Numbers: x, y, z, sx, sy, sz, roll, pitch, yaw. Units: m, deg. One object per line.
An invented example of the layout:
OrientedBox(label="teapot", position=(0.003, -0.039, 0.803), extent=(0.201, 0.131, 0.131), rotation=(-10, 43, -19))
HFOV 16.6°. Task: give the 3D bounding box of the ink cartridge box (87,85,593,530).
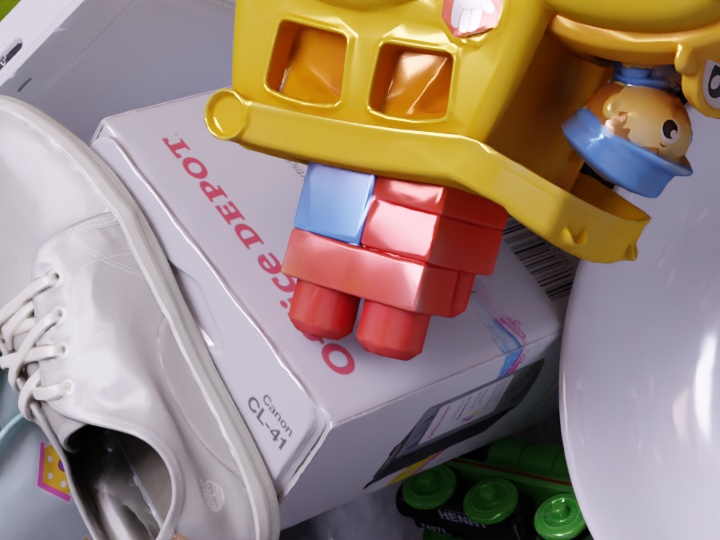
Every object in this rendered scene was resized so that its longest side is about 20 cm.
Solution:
OrientedBox(label="ink cartridge box", position=(0.000, 0.000, 0.936), extent=(0.200, 0.086, 0.148), rotation=(-19, 62, -42))

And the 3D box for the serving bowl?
OrientedBox(label="serving bowl", position=(0.158, 0.031, 0.843), extent=(0.200, 0.066, 0.201), rotation=(-15, 70, 49))

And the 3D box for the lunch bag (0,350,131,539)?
OrientedBox(label="lunch bag", position=(-0.119, 0.090, 0.960), extent=(0.122, 0.170, 0.200), rotation=(-27, 45, 27))

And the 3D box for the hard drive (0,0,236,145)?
OrientedBox(label="hard drive", position=(-0.074, -0.060, 1.003), extent=(0.132, 0.200, 0.026), rotation=(-42, 55, 23))

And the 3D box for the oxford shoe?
OrientedBox(label="oxford shoe", position=(-0.098, 0.024, 0.857), extent=(0.058, 0.075, 0.200), rotation=(-18, 71, -41))

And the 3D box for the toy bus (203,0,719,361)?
OrientedBox(label="toy bus", position=(0.049, -0.061, 0.821), extent=(0.199, 0.136, 0.193), rotation=(12, 89, 27))

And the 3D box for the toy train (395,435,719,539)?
OrientedBox(label="toy train", position=(0.103, 0.094, 0.936), extent=(0.200, 0.042, 0.056), rotation=(10, 50, 34))

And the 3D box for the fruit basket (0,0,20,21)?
OrientedBox(label="fruit basket", position=(-0.178, -0.122, 1.180), extent=(0.215, 0.155, 0.216), rotation=(-20, 53, 30))

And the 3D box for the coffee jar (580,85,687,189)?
OrientedBox(label="coffee jar", position=(0.066, -0.121, 0.971), extent=(0.085, 0.104, 0.200), rotation=(-49, 49, 29))
